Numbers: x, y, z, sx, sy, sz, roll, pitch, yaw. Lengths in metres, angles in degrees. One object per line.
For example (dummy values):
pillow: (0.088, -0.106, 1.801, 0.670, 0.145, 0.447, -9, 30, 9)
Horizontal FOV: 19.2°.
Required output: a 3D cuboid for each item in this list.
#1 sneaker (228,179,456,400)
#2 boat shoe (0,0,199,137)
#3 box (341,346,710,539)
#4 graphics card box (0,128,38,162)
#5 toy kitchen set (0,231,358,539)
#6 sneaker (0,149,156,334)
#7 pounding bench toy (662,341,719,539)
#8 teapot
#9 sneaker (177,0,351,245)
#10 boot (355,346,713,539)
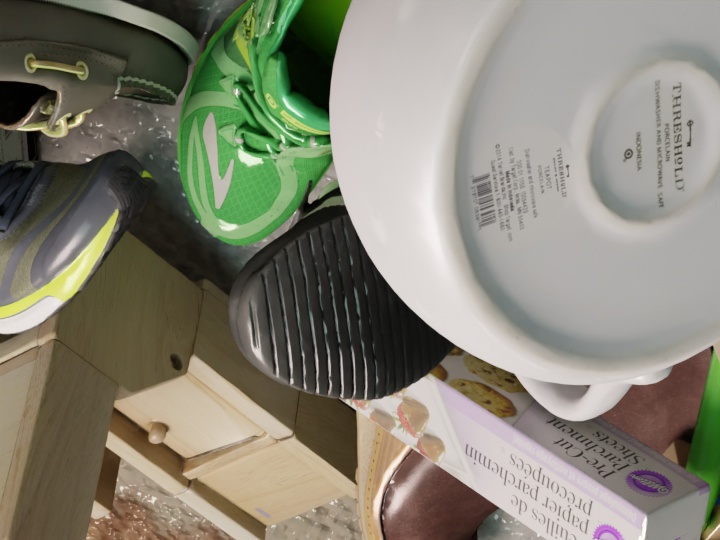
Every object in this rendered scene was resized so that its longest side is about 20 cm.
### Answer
sneaker: (0.000, 0.000, 0.844, 0.088, 0.200, 0.075, 6, 105, 36)
boat shoe: (-0.137, -0.085, 0.831, 0.072, 0.201, 0.061, 4, 86, 33)
box: (0.050, 0.060, 0.851, 0.200, 0.041, 0.039, 32, 128, 39)
graphics card box: (-0.209, -0.107, 0.917, 0.125, 0.051, 0.201, 10, 131, 9)
toy kitchen set: (-0.124, 0.114, 0.957, 0.163, 0.181, 0.200, -25, 131, 33)
sneaker: (-0.165, -0.022, 0.869, 0.199, 0.074, 0.081, -12, 126, 41)
pounding bench toy: (0.180, 0.084, 0.849, 0.199, 0.125, 0.156, 25, 122, -19)
teapot: (0.066, -0.063, 0.744, 0.197, 0.146, 0.201, 29, 95, -33)
sneaker: (-0.027, -0.079, 0.856, 0.074, 0.084, 0.200, 29, 131, -6)
boot: (0.083, 0.083, 0.954, 0.165, 0.072, 0.201, 3, 124, 19)
